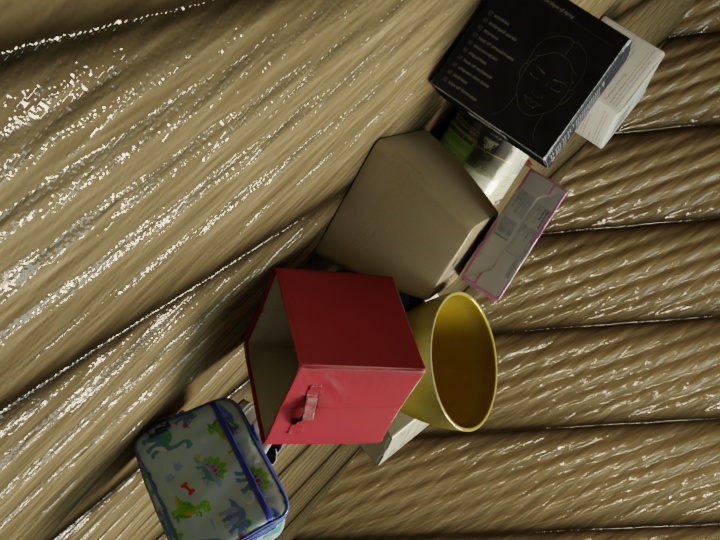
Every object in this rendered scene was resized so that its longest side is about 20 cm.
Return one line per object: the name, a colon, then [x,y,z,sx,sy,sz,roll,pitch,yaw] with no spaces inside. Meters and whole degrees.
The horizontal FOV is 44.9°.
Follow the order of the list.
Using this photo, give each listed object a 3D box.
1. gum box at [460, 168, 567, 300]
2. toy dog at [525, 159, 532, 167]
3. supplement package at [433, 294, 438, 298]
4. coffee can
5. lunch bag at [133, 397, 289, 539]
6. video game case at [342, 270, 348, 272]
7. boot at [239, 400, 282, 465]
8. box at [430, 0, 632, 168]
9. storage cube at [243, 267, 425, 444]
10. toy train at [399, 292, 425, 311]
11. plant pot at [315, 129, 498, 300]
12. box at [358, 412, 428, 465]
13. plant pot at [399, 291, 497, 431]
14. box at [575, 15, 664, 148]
gum box: [0.231,-0.055,1.311,0.200,0.066,0.114,-57,174,2]
toy dog: [0.323,-0.266,1.807,0.132,0.096,0.200,-56,167,9]
supplement package: [0.025,0.069,1.498,0.200,0.111,0.156,-44,157,-6]
coffee can: [0.185,-0.171,1.457,0.200,0.146,0.146,-59,166,23]
lunch bag: [-0.192,0.274,1.135,0.160,0.200,0.083,-20,152,-21]
video game case: [0.000,0.000,1.541,0.143,0.018,0.200,-35,158,-55]
boot: [-0.190,0.311,1.505,0.074,0.096,0.200,-43,164,-38]
box: [0.241,-0.284,1.238,0.197,0.200,0.124,-55,169,10]
storage cube: [-0.042,0.120,1.187,0.179,0.200,0.171,4,134,-25]
toy train: [0.002,0.047,1.339,0.200,0.085,0.114,0,165,-21]
plant pot: [0.086,-0.072,1.300,0.200,0.177,0.200,-60,166,24]
box: [0.076,0.209,1.459,0.200,0.109,0.128,-33,159,-28]
plant pot: [0.094,0.138,1.291,0.142,0.200,0.200,-9,-164,34]
box: [0.574,-0.442,2.064,0.200,0.171,0.199,-52,167,-10]
